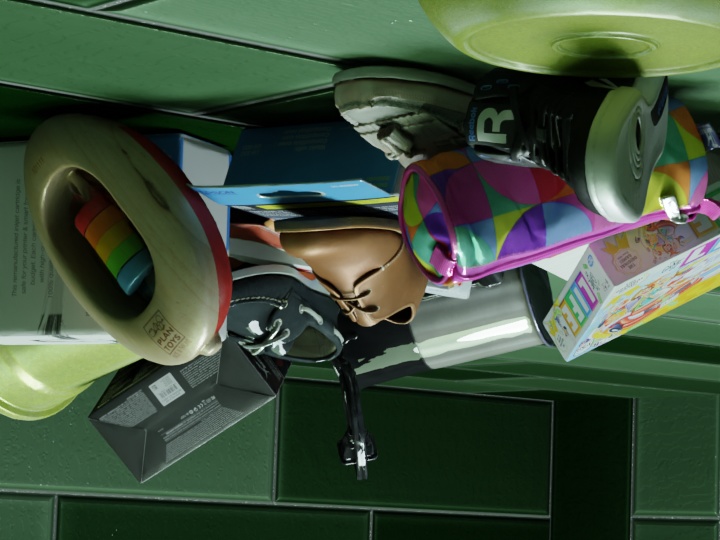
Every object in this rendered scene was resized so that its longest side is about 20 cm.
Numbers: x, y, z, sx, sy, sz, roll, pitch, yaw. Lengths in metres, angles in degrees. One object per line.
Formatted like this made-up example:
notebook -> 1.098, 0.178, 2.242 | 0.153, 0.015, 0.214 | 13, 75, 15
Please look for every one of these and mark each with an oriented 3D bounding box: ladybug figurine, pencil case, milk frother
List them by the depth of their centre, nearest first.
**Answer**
pencil case -> 0.124, -0.049, 1.451 | 0.199, 0.089, 0.088 | -15, 179, -18
ladybug figurine -> -0.153, -0.025, 1.617 | 0.072, 0.201, 0.136 | -25, 166, -44
milk frother -> 0.064, 0.066, 2.004 | 0.187, 0.202, 0.180 | -14, 168, 16

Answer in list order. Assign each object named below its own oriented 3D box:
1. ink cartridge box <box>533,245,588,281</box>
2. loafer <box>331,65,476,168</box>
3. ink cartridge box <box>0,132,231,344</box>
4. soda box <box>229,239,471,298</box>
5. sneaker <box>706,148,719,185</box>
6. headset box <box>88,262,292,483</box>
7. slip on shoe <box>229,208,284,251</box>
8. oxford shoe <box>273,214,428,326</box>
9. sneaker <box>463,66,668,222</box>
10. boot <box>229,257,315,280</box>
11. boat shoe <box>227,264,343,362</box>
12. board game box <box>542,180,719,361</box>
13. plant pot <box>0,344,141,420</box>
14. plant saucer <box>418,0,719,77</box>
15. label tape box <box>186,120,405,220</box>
ink cartridge box -> 0.128, -0.045, 1.868 | 0.199, 0.048, 0.146 | 25, 169, -7
loafer -> 0.056, -0.083, 1.476 | 0.072, 0.063, 0.199 | -4, 171, 37
ink cartridge box -> -0.202, -0.020, 1.738 | 0.199, 0.147, 0.084 | -1, 174, 26
soda box -> -0.010, -0.029, 1.825 | 0.199, 0.069, 0.064 | 10, 176, 18
sneaker -> 0.246, -0.056, 1.723 | 0.118, 0.074, 0.201 | -34, 169, -29
headset box -> -0.126, 0.072, 1.959 | 0.148, 0.075, 0.200 | -33, -167, 20
slip on shoe -> -0.052, -0.051, 1.772 | 0.198, 0.075, 0.061 | 6, 171, 9
oxford shoe -> 0.000, 0.000, 1.634 | 0.071, 0.072, 0.200 | 0, 171, 27
sneaker -> 0.106, -0.072, 1.307 | 0.111, 0.074, 0.200 | 1, -166, 14
boot -> -0.123, 0.006, 2.055 | 0.199, 0.108, 0.075 | 9, -159, -28
boat shoe -> -0.066, 0.037, 1.825 | 0.075, 0.061, 0.200 | -22, 166, 26
board game box -> 0.227, -0.017, 1.575 | 0.199, 0.034, 0.135 | -25, 163, -18
plant pot -> -0.210, 0.005, 1.879 | 0.183, 0.202, 0.200 | -14, 166, 30
plant saucer -> 0.126, -0.129, 1.209 | 0.198, 0.031, 0.200 | 2, 174, 0
label tape box -> -0.006, -0.069, 1.625 | 0.142, 0.067, 0.200 | -2, 169, 31
